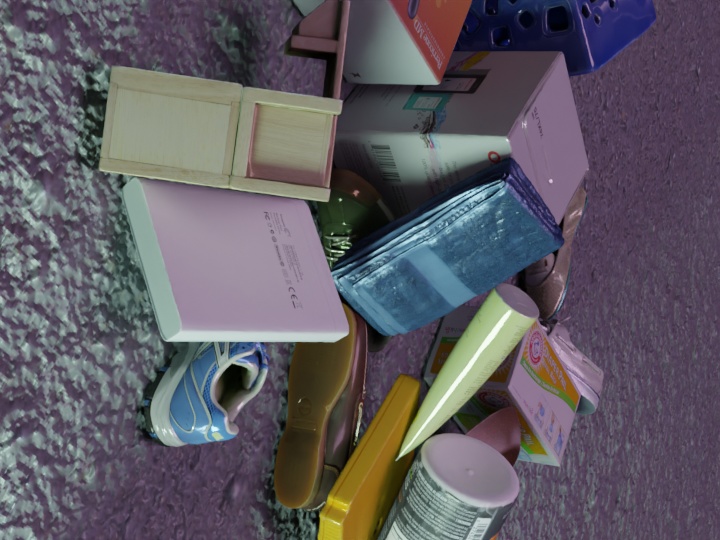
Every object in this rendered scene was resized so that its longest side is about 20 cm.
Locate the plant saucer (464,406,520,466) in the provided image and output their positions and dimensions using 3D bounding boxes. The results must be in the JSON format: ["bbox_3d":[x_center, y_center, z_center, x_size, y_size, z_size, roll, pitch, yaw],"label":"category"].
[{"bbox_3d":[0.113,0.235,1.405,0.200,0.037,0.200,-40,157,-21],"label":"plant saucer"}]

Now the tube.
[{"bbox_3d":[0.097,0.101,1.243,0.058,0.052,0.200,13,122,-34],"label":"tube"}]

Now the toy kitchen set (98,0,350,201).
[{"bbox_3d":[-0.107,-0.150,1.051,0.200,0.180,0.163,-152,-110,-81],"label":"toy kitchen set"}]

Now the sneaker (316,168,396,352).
[{"bbox_3d":[0.000,0.000,1.250,0.090,0.067,0.200,-68,148,-34],"label":"sneaker"}]

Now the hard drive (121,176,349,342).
[{"bbox_3d":[-0.099,-0.005,1.055,0.200,0.027,0.132,5,61,-52],"label":"hard drive"}]

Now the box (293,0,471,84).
[{"bbox_3d":[0.033,-0.300,1.219,0.152,0.106,0.200,50,53,-50],"label":"box"}]

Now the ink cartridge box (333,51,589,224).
[{"bbox_3d":[0.099,-0.118,1.266,0.146,0.200,0.147,-56,139,-38],"label":"ink cartridge box"}]

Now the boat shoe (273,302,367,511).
[{"bbox_3d":[-0.030,0.129,1.225,0.070,0.070,0.200,13,92,-52],"label":"boat shoe"}]

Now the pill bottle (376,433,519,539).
[{"bbox_3d":[0.074,0.269,1.283,0.106,0.106,0.200,-27,145,-54],"label":"pill bottle"}]

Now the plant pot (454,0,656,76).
[{"bbox_3d":[0.182,-0.312,1.381,0.200,0.200,0.180,-39,120,-50],"label":"plant pot"}]

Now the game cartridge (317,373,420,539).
[{"bbox_3d":[0.006,0.224,1.271,0.176,0.032,0.200,-56,159,-38],"label":"game cartridge"}]

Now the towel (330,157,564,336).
[{"bbox_3d":[0.080,-0.013,1.177,0.112,0.200,0.049,47,22,-32],"label":"towel"}]

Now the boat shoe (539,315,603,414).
[{"bbox_3d":[0.234,0.090,1.595,0.202,0.075,0.086,38,58,-21],"label":"boat shoe"}]

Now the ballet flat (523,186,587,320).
[{"bbox_3d":[0.240,-0.032,1.660,0.062,0.067,0.200,30,63,-26],"label":"ballet flat"}]

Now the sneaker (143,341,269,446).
[{"bbox_3d":[-0.105,0.065,1.084,0.076,0.077,0.200,54,48,-45],"label":"sneaker"}]

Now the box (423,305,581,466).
[{"bbox_3d":[0.171,0.136,1.509,0.200,0.112,0.101,53,50,-47],"label":"box"}]
